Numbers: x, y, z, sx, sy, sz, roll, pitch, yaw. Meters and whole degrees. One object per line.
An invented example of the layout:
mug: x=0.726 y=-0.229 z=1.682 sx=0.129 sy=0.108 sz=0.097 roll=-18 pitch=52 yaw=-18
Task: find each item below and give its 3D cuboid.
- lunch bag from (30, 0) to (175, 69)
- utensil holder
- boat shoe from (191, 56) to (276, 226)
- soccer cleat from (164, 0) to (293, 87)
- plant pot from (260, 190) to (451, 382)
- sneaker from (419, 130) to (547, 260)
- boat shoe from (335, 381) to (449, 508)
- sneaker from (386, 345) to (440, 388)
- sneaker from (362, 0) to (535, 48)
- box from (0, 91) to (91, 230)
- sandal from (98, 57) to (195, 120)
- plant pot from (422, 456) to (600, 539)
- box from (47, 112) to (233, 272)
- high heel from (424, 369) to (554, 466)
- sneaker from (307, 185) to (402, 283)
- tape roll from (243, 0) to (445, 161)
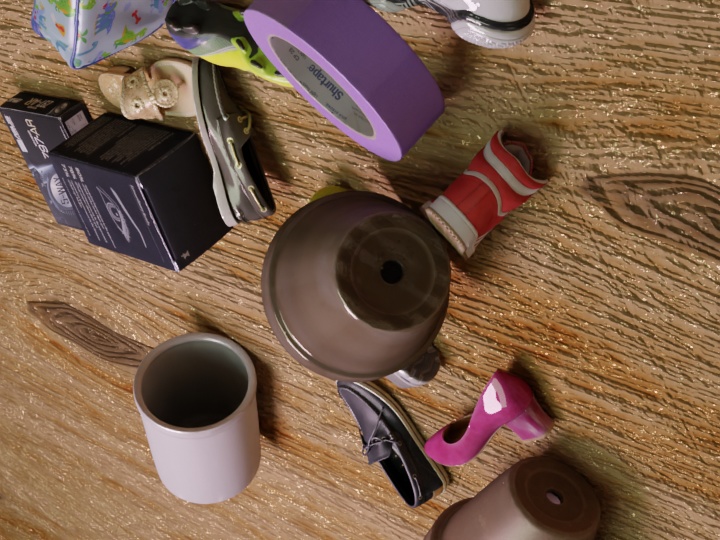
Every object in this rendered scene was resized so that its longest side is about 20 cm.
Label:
lunch bag: x=-0.259 y=-0.315 z=1.537 sx=0.082 sy=0.161 sz=0.200 roll=45 pitch=148 yaw=16
utensil holder: x=-0.226 y=0.215 z=2.090 sx=0.170 sy=0.170 sz=0.200 roll=33 pitch=148 yaw=26
boat shoe: x=-0.146 y=-0.150 z=1.674 sx=0.060 sy=0.072 sz=0.203 roll=-9 pitch=112 yaw=10
soccer cleat: x=-0.118 y=-0.239 z=1.555 sx=0.200 sy=0.065 sz=0.084 roll=25 pitch=172 yaw=28
plant pot: x=0.011 y=0.011 z=1.472 sx=0.200 sy=0.200 sz=0.173 roll=52 pitch=166 yaw=-5
sneaker: x=0.119 y=-0.073 z=1.423 sx=0.071 sy=0.112 sz=0.200 roll=46 pitch=180 yaw=0
boat shoe: x=0.031 y=0.215 z=1.856 sx=0.200 sy=0.062 sz=0.075 roll=53 pitch=152 yaw=-4
sneaker: x=-0.001 y=0.069 z=1.716 sx=0.200 sy=0.075 sz=0.082 roll=47 pitch=148 yaw=2
sneaker: x=0.063 y=-0.273 z=1.249 sx=0.199 sy=0.075 sz=0.115 roll=28 pitch=143 yaw=25
box: x=-0.402 y=-0.146 z=2.031 sx=0.160 sy=0.044 sz=0.201 roll=14 pitch=136 yaw=44
sandal: x=-0.263 y=-0.203 z=1.756 sx=0.211 sy=0.070 sz=0.078 roll=9 pitch=132 yaw=48
plant pot: x=0.187 y=0.307 z=1.661 sx=0.200 sy=0.200 sz=0.175 roll=40 pitch=130 yaw=15
box: x=-0.278 y=-0.101 z=1.859 sx=0.200 sy=0.104 sz=0.148 roll=17 pitch=137 yaw=42
high heel: x=0.122 y=0.164 z=1.663 sx=0.096 sy=0.067 sz=0.200 roll=47 pitch=147 yaw=-17
sneaker: x=0.000 y=0.000 z=1.646 sx=0.200 sy=0.074 sz=0.082 roll=59 pitch=151 yaw=-2
tape roll: x=-0.015 y=-0.194 z=1.375 sx=0.200 sy=0.066 sz=0.200 roll=42 pitch=174 yaw=6
